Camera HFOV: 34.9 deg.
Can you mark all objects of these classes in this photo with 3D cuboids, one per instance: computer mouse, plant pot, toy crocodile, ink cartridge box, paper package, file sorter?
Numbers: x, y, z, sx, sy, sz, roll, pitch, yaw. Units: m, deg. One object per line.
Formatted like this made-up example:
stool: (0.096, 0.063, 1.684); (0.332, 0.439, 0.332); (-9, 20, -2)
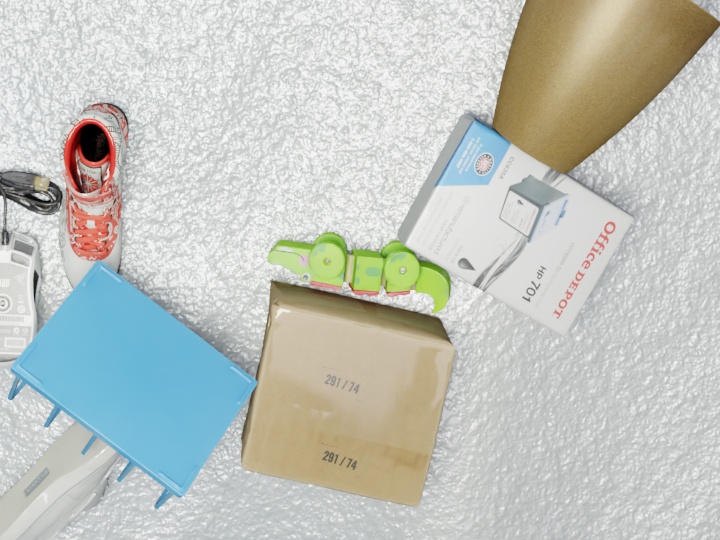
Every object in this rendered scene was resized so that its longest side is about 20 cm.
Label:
computer mouse: (-0.367, -0.003, 1.179); (0.107, 0.044, 0.204); (4, 95, -10)
plant pot: (0.219, -0.205, 1.123); (0.184, 0.187, 0.202); (29, 107, -9)
toy crocodile: (0.000, 0.000, 1.193); (0.196, 0.068, 0.063); (7, 101, -6)
ink cartridge box: (0.159, -0.047, 1.188); (0.198, 0.086, 0.148); (29, 98, -8)
paper package: (-0.017, 0.129, 1.200); (0.196, 0.104, 0.194); (12, 102, -7)
file sorter: (-0.233, 0.122, 1.141); (0.199, 0.123, 0.140); (38, 57, -6)

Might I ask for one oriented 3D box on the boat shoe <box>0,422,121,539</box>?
boat shoe: (-0.306, 0.230, 1.220); (0.200, 0.072, 0.069); (-47, 130, -6)

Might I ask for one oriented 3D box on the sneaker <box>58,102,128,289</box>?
sneaker: (-0.271, -0.063, 1.139); (0.066, 0.108, 0.205); (8, 101, -6)
